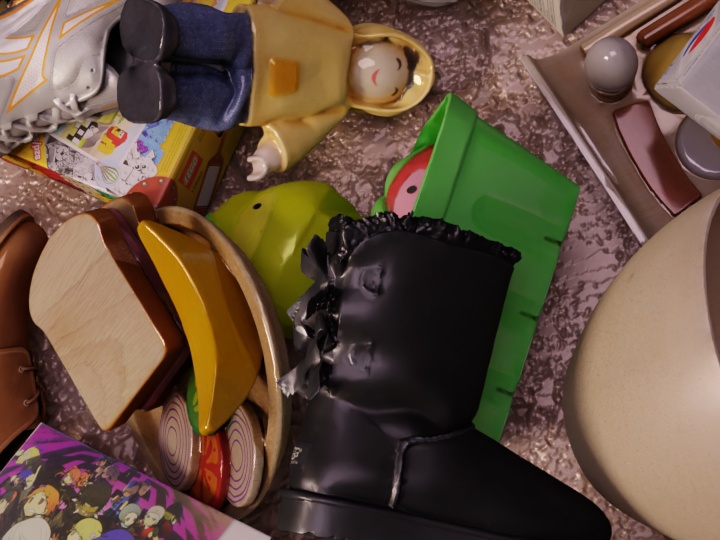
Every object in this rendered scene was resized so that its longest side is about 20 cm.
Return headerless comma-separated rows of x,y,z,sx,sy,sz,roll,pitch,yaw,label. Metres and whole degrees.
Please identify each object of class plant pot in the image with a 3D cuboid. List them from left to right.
0.187,0.068,0.775,0.134,0.200,0.201,-27,71,40,plant pot

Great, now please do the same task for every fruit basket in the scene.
0.000,0.000,0.840,0.215,0.156,0.217,1,83,-6,fruit basket

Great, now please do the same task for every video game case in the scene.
-0.165,0.192,0.806,0.199,0.036,0.181,19,61,37,video game case

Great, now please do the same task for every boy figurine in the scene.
-0.045,-0.114,0.860,0.064,0.199,0.125,19,106,54,boy figurine

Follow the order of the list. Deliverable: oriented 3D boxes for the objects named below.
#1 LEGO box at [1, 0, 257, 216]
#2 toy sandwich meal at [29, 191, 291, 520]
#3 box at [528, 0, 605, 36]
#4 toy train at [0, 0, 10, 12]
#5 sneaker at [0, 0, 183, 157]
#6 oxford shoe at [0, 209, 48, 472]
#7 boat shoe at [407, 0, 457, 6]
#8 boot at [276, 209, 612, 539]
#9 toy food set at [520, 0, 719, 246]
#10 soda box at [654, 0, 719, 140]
-0.139,-0.142,0.923,0.148,0.077,0.201,22,83,15,LEGO box
-0.116,0.051,0.832,0.070,0.205,0.206,-11,71,-37,toy sandwich meal
0.086,-0.251,0.896,0.078,0.095,0.200,-40,75,-1,box
-0.227,-0.256,0.945,0.086,0.114,0.201,21,82,18,toy train
-0.183,-0.108,0.848,0.092,0.076,0.200,40,89,12,sneaker
-0.222,0.063,0.903,0.071,0.071,0.201,17,93,9,oxford shoe
-0.008,-0.208,0.861,0.199,0.067,0.074,7,91,-28,boat shoe
0.051,0.063,0.739,0.197,0.073,0.163,12,82,-18,boot
0.215,-0.120,0.860,0.200,0.060,0.144,-32,74,3,toy food set
0.264,-0.068,0.801,0.200,0.063,0.068,37,94,-5,soda box
